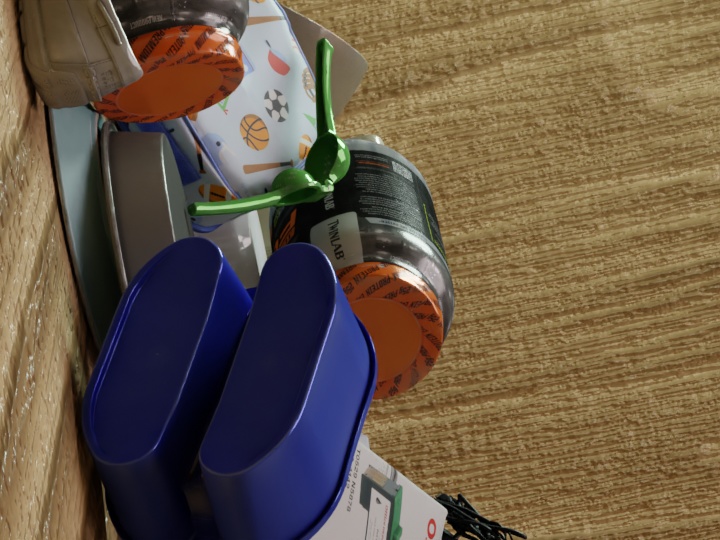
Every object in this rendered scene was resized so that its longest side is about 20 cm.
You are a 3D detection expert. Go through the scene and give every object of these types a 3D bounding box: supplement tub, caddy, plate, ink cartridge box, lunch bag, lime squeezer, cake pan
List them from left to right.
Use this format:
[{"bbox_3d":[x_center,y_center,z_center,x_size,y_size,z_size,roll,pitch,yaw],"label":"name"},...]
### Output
[{"bbox_3d":[-0.160,-0.031,1.563,0.200,0.026,0.201,-11,90,-89],"label":"plate"},{"bbox_3d":[-0.140,-0.202,1.573,0.123,0.122,0.200,77,-1,-70],"label":"supplement tub"},{"bbox_3d":[-0.123,0.002,1.564,0.200,0.037,0.201,-11,90,-90],"label":"cake pan"},{"bbox_3d":[-0.113,-0.135,1.707,0.200,0.075,0.160,58,41,-12],"label":"lunch bag"},{"bbox_3d":[-0.071,0.076,1.404,0.105,0.141,0.200,70,31,-48],"label":"caddy"},{"bbox_3d":[-0.043,-0.075,1.676,0.071,0.038,0.200,61,42,-25],"label":"lime squeezer"},{"bbox_3d":[-0.035,0.177,1.542,0.200,0.084,0.146,40,57,-52],"label":"ink cartridge box"},{"bbox_3d":[0.000,0.000,1.774,0.200,0.122,0.123,-100,179,-63],"label":"supplement tub"}]

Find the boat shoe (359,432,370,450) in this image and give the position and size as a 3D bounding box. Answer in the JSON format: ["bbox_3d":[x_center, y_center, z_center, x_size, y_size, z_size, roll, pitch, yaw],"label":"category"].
[{"bbox_3d":[-0.026,0.150,1.721,0.200,0.072,0.062,85,-1,-78],"label":"boat shoe"}]

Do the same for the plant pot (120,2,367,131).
[{"bbox_3d":[-0.112,-0.137,1.931,0.200,0.200,0.135,75,39,-83],"label":"plant pot"}]

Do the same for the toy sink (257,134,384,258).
[{"bbox_3d":[-0.063,-0.009,2.012,0.131,0.200,0.112,79,0,-45],"label":"toy sink"}]

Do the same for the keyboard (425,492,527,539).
[{"bbox_3d":[0.037,0.183,1.652,0.040,0.104,0.200,50,-10,-27],"label":"keyboard"}]

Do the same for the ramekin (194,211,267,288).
[{"bbox_3d":[-0.117,-0.004,1.821,0.202,0.094,0.203,-11,90,-90],"label":"ramekin"}]

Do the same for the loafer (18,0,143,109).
[{"bbox_3d":[-0.169,-0.188,1.482,0.070,0.070,0.200,77,2,-68],"label":"loafer"}]
